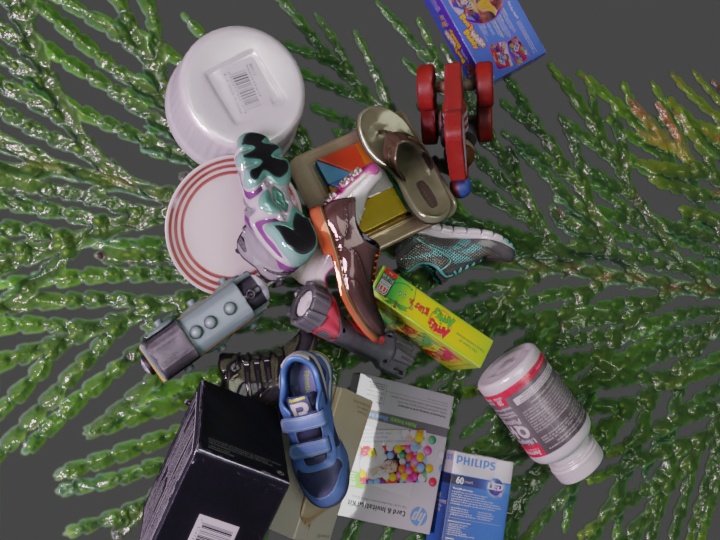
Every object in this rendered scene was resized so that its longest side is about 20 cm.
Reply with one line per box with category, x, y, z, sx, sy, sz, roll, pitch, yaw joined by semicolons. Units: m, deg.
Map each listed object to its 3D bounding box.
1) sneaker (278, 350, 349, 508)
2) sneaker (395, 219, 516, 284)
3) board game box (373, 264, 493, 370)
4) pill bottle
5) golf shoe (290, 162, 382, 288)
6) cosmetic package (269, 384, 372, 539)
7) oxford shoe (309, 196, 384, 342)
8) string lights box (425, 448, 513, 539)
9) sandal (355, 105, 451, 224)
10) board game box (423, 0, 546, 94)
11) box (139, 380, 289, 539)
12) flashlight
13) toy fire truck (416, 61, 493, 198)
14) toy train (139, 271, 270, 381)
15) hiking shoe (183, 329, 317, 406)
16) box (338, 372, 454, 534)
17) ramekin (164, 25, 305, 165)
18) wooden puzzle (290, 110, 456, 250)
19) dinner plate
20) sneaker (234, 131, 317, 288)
sneaker;-0.065;0.194;1.020;0.073;0.082;0.202;-16;71;8
sneaker;0.140;-0.021;1.253;0.197;0.078;0.092;8;83;-8
board game box;0.086;0.073;1.199;0.199;0.101;0.048;34;72;-11
pill bottle;0.277;0.219;1.237;0.110;0.111;0.201;-40;95;-20
golf shoe;-0.028;-0.059;1.143;0.091;0.075;0.200;40;102;-9
cosmetic package;-0.061;0.255;1.105;0.103;0.072;0.202;34;70;-58
oxford shoe;0.000;0.000;1.089;0.072;0.071;0.202;-22;105;2
string lights box;0.156;0.372;1.199;0.102;0.059;0.202;14;77;-17
sandal;0.070;-0.160;1.174;0.079;0.057;0.202;-32;78;-16
board game box;0.200;-0.411;1.344;0.134;0.045;0.201;-30;92;-20
box;-0.181;0.274;0.993;0.122;0.199;0.202;23;100;-15
flashlight;-0.009;0.084;1.164;0.199;0.068;0.068;28;102;-32
toy fire truck;0.141;-0.203;1.208;0.111;0.201;0.170;0;61;9
toy train;-0.204;0.073;1.085;0.199;0.114;0.086;-34;95;-12
hiking shoe;-0.145;0.139;1.123;0.101;0.076;0.200;48;71;-10
box;0.044;0.265;1.188;0.154;0.041;0.202;16;78;-15
ramekin;-0.174;-0.245;1.162;0.198;0.098;0.203;3;81;-18
wooden puzzle;0.018;-0.125;1.203;0.198;0.037;0.186;-27;77;-9
dinner plate;-0.176;-0.062;1.147;0.198;0.024;0.203;-6;105;-22
sneaker;-0.140;-0.072;1.097;0.077;0.140;0.202;-5;64;-35
